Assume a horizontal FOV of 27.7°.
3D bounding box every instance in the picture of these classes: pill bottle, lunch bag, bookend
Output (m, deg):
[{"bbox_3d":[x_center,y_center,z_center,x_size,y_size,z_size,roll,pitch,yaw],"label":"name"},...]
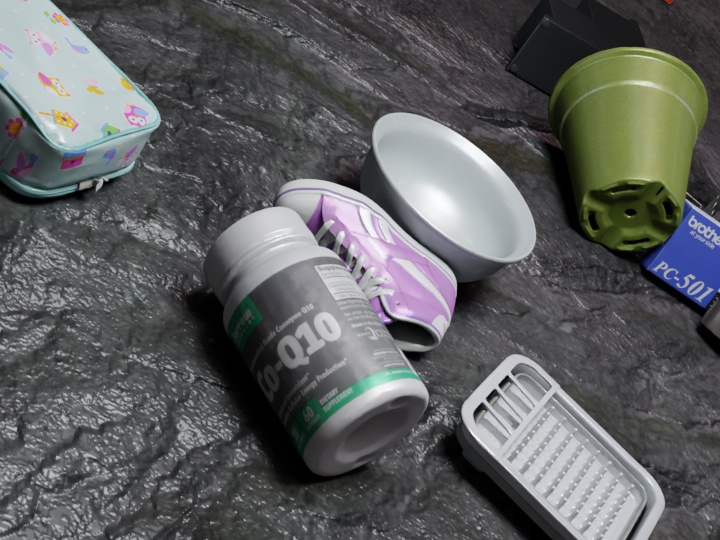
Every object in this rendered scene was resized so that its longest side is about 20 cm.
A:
[{"bbox_3d":[-0.041,0.054,1.173,0.112,0.113,0.201,-2,49,-48],"label":"pill bottle"},{"bbox_3d":[-0.272,-0.151,1.225,0.200,0.077,0.160,46,30,11],"label":"lunch bag"},{"bbox_3d":[0.301,-0.316,2.044,0.199,0.092,0.200,26,31,-19],"label":"bookend"}]

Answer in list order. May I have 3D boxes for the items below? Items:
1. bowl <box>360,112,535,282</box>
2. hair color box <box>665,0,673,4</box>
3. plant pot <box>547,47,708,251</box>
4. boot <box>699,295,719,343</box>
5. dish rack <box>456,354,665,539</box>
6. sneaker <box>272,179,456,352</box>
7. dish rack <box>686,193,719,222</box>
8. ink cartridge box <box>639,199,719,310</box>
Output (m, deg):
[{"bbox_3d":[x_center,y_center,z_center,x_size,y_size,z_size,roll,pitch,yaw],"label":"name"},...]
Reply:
[{"bbox_3d":[0.071,-0.057,1.458,0.200,0.091,0.202,28,32,-20],"label":"bowl"},{"bbox_3d":[0.498,-0.578,2.626,0.199,0.064,0.111,32,32,-10],"label":"hair color box"},{"bbox_3d":[0.326,-0.132,1.762,0.199,0.200,0.191,27,44,-20],"label":"plant pot"},{"bbox_3d":[0.531,0.049,1.712,0.188,0.200,0.068,45,4,20],"label":"boot"},{"bbox_3d":[0.175,0.179,1.311,0.200,0.044,0.171,44,30,7],"label":"dish rack"},{"bbox_3d":[0.001,0.000,1.332,0.199,0.073,0.115,31,38,-9],"label":"sneaker"},{"bbox_3d":[0.479,-0.039,1.912,0.200,0.055,0.153,39,30,0],"label":"dish rack"},{"bbox_3d":[0.448,0.009,1.770,0.199,0.094,0.044,33,13,-11],"label":"ink cartridge box"}]
